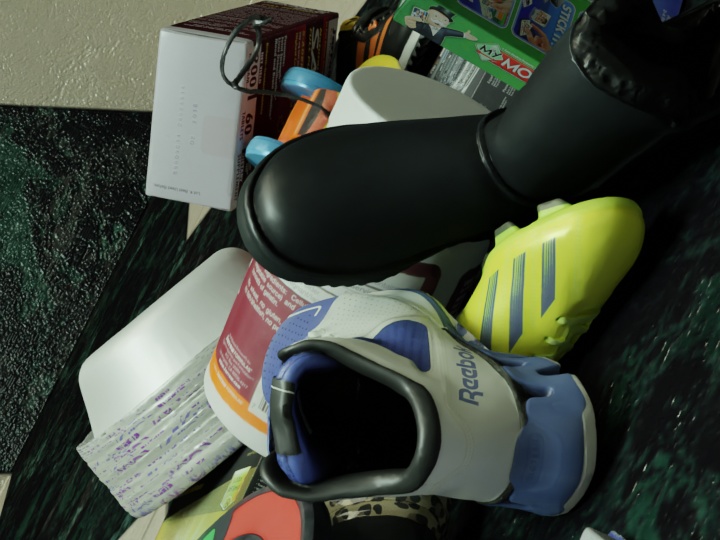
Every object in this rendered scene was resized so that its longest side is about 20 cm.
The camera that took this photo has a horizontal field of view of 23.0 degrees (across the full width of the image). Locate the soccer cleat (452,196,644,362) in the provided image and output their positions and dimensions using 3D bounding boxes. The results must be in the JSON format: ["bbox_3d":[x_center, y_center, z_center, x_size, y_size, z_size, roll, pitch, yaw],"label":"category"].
[{"bbox_3d":[0.069,0.040,0.814,0.200,0.065,0.084,-46,49,40],"label":"soccer cleat"}]

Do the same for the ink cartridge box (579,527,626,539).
[{"bbox_3d":[0.054,0.185,0.563,0.196,0.043,0.200,-62,14,-1],"label":"ink cartridge box"}]

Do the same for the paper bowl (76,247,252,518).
[{"bbox_3d":[-0.105,0.062,1.177,0.201,0.104,0.201,-39,3,2],"label":"paper bowl"}]

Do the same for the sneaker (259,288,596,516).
[{"bbox_3d":[-0.003,0.050,0.757,0.199,0.115,0.081,17,99,56],"label":"sneaker"}]

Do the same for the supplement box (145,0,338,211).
[{"bbox_3d":[-0.074,-0.113,1.166,0.200,0.061,0.109,-43,-38,-69],"label":"supplement box"}]

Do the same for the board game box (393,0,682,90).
[{"bbox_3d":[0.107,-0.175,0.910,0.029,0.135,0.200,-44,22,55],"label":"board game box"}]

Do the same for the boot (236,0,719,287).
[{"bbox_3d":[0.060,-0.064,0.779,0.168,0.200,0.076,-46,57,58],"label":"boot"}]

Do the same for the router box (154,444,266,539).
[{"bbox_3d":[-0.095,0.194,1.113,0.157,0.052,0.200,-66,13,-21],"label":"router box"}]

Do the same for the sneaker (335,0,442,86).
[{"bbox_3d":[0.019,-0.156,1.221,0.070,0.090,0.200,-30,-24,-35],"label":"sneaker"}]

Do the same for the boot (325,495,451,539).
[{"bbox_3d":[-0.030,0.191,0.806,0.204,0.073,0.154,-42,22,34],"label":"boot"}]

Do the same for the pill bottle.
[{"bbox_3d":[0.000,0.000,0.949,0.114,0.114,0.200,-88,21,-64],"label":"pill bottle"}]

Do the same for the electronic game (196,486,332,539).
[{"bbox_3d":[-0.077,0.178,0.760,0.200,0.042,0.200,-50,15,19],"label":"electronic game"}]

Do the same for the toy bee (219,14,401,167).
[{"bbox_3d":[-0.015,-0.070,1.070,0.131,0.109,0.200,-68,-14,9],"label":"toy bee"}]

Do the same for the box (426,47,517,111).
[{"bbox_3d":[0.065,-0.087,1.084,0.200,0.050,0.158,-61,11,4],"label":"box"}]
